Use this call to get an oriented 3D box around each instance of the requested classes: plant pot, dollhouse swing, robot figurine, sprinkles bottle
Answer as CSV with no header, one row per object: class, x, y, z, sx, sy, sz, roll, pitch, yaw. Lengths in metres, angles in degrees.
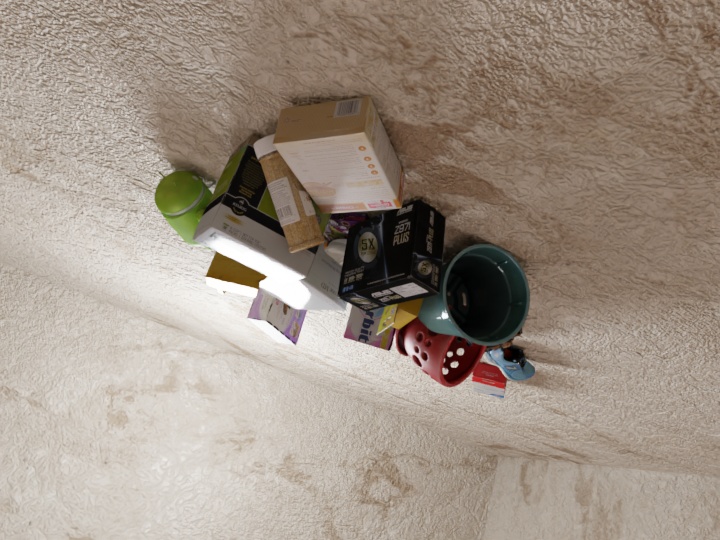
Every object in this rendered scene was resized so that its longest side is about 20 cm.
plant pot,0.219,0.058,1.179,0.199,0.201,0.196,24,166,-15
dollhouse swing,-0.250,-0.029,1.298,0.180,0.201,0.176,12,157,14
plant pot,0.199,0.163,1.398,0.182,0.201,0.200,31,171,40
robot figurine,-0.377,-0.136,1.236,0.175,0.116,0.200,27,157,38
sprinkles bottle,-0.124,-0.134,0.967,0.068,0.201,0.068,-18,-176,1

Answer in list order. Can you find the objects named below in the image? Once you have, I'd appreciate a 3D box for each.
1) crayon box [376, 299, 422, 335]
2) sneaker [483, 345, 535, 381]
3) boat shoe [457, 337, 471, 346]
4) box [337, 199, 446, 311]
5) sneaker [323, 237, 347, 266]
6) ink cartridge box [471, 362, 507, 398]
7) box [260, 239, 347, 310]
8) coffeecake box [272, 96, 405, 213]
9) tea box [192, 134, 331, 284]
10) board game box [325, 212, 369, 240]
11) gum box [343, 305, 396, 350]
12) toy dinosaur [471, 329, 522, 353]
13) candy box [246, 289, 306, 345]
crayon box,0.101,0.045,1.199,0.051,0.201,0.127,23,158,-7
sneaker,0.454,0.271,1.638,0.199,0.079,0.090,30,152,-27
boat shoe,0.247,0.162,1.545,0.199,0.069,0.084,20,158,-6
box,0.060,-0.024,1.083,0.086,0.165,0.199,28,150,-36
sneaker,0.000,0.000,1.249,0.199,0.093,0.076,27,155,-23
ink cartridge box,0.442,0.371,1.896,0.115,0.068,0.200,11,157,16
box,-0.147,0.002,1.388,0.199,0.131,0.199,-1,152,40
coffeecake box,-0.027,-0.180,0.910,0.152,0.074,0.200,-2,152,21
tea box,-0.176,-0.109,1.050,0.199,0.198,0.133,29,160,-24
board game box,-0.014,-0.072,1.251,0.119,0.032,0.200,4,155,21
gum box,0.043,0.083,1.355,0.113,0.201,0.066,15,176,11
toy dinosaur,0.362,0.180,1.480,0.135,0.103,0.201,-4,132,9
candy box,-0.240,0.109,1.667,0.071,0.169,0.200,5,155,25
